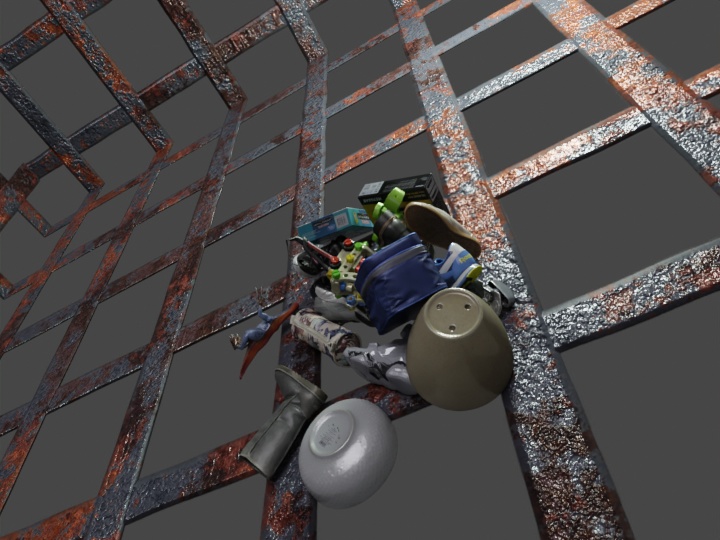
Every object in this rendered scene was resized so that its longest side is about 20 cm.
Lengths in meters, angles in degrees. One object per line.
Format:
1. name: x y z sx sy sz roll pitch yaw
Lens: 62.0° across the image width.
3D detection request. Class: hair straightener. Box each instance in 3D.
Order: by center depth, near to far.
1. hair straightener: -0.095 -0.009 1.389 0.078 0.197 0.041 -57 13 -3

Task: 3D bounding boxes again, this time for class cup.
1. cup: 0.167 0.116 1.040 0.193 0.145 0.205 -7 49 8

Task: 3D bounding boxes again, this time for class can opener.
1. can opener: 0.241 0.032 1.229 0.065 0.055 0.200 -8 27 -21

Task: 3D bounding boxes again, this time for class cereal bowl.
1. cereal bowl: -0.033 0.314 1.081 0.195 0.084 0.203 -22 36 17

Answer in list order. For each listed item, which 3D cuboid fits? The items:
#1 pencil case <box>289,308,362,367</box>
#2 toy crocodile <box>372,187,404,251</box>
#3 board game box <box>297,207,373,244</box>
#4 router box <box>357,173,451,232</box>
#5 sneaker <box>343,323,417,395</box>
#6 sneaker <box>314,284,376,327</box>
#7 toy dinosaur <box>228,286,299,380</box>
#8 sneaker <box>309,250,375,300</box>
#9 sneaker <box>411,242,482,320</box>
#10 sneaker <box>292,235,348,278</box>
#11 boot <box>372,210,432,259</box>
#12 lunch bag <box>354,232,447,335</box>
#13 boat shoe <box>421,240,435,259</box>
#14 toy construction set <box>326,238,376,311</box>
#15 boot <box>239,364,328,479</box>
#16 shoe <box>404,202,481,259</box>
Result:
1. pencil case: -0.080 0.145 1.320 0.198 0.089 0.079 20 78 51
2. toy crocodile: 0.069 -0.107 1.412 0.066 0.203 0.062 22 52 17
3. board game box: -0.051 -0.111 1.537 0.147 0.048 0.199 -18 -4 23
4. router box: 0.111 -0.143 1.443 0.196 0.159 0.053 -3 43 39
5. sneaker: 0.061 0.166 1.189 0.196 0.076 0.116 13 54 42
6. sneaker: -0.032 0.095 1.371 0.197 0.073 0.082 20 99 41
7. toy dinosaur: -0.228 0.151 1.492 0.176 0.105 0.206 -17 73 3
8. sneaker: -0.034 0.015 1.473 0.196 0.079 0.087 -26 16 9
9. sneaker: 0.159 0.027 1.209 0.073 0.083 0.200 -16 -25 -51
10. sneaker: -0.084 -0.041 1.473 0.099 0.072 0.198 -39 -13 29
11. boot: 0.104 -0.043 1.287 0.138 0.199 0.078 43 98 16
12. lunch bag: 0.067 0.023 1.129 0.133 0.201 0.135 -24 76 -15
13. boat shoe: 0.112 -0.003 1.359 0.070 0.061 0.204 0 47 40
14. toy construction set: 0.000 0.000 1.336 0.128 0.095 0.200 19 35 22
15. boot: -0.176 0.308 1.238 0.180 0.073 0.202 15 65 52
16. shoe: 0.176 -0.088 1.304 0.071 0.197 0.054 -52 16 23
